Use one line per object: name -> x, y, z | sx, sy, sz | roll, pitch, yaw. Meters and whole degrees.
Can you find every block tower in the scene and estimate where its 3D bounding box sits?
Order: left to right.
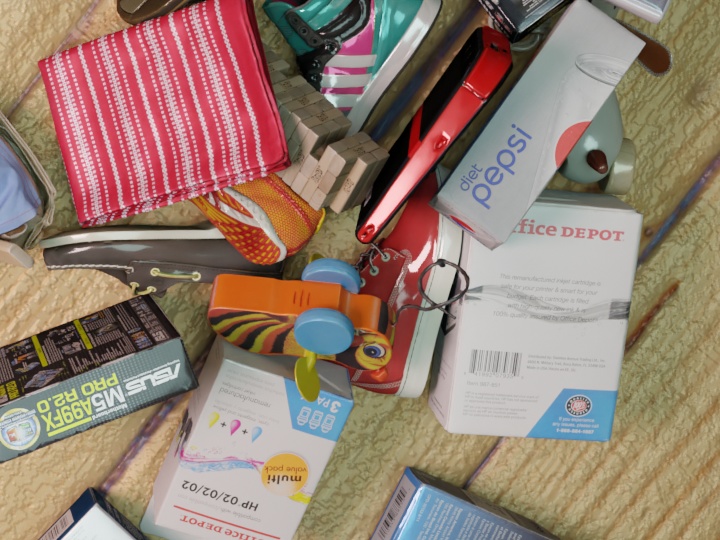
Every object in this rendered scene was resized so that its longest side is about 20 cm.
block tower -> -0.072, -0.130, 1.679 | 0.200, 0.054, 0.058 | 41, 123, 15

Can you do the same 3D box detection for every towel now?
towel -> -0.154, -0.125, 1.667 | 0.200, 0.022, 0.145 | -15, 87, 25

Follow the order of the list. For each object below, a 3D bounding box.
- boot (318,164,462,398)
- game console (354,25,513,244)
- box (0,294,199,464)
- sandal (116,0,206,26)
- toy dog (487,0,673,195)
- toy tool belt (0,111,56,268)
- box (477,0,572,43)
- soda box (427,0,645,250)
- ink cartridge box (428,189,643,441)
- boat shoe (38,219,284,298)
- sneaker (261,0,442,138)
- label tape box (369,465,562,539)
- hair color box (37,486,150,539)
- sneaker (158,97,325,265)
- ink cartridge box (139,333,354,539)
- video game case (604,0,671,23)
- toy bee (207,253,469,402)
boot -> 0.000, 0.000, 1.766 | 0.144, 0.072, 0.200 | 11, 100, -12
game console -> 0.058, -0.109, 1.680 | 0.031, 0.200, 0.177 | 34, 102, -5
box -> -0.219, 0.080, 1.662 | 0.160, 0.200, 0.044 | -22, 103, -9
sandal -> -0.104, -0.254, 1.708 | 0.200, 0.082, 0.055 | -40, 127, -11
toy dog -> 0.192, -0.152, 1.768 | 0.132, 0.096, 0.200 | -16, 102, -10
toy tool belt -> -0.326, -0.082, 1.652 | 0.125, 0.123, 0.200 | -43, 105, -3
box -> 0.156, -0.307, 1.737 | 0.200, 0.046, 0.159 | -38, 86, -5
soda box -> 0.139, -0.116, 1.692 | 0.068, 0.063, 0.200 | 36, 83, -1
ink cartridge box -> 0.144, 0.034, 1.787 | 0.145, 0.084, 0.200 | 4, 103, -11
boat shoe -> -0.159, -0.008, 1.727 | 0.201, 0.072, 0.061 | -3, 96, -14
sneaker -> -0.037, -0.168, 1.722 | 0.121, 0.084, 0.200 | 34, 94, -12
label tape box -> 0.100, 0.275, 1.835 | 0.200, 0.066, 0.143 | 25, 93, -18
hair color box -> -0.186, 0.285, 1.774 | 0.100, 0.061, 0.200 | -45, 105, -2
sneaker -> -0.110, -0.088, 1.712 | 0.077, 0.073, 0.200 | -34, 77, -34
ink cartridge box -> -0.096, 0.161, 1.747 | 0.115, 0.068, 0.200 | 19, 109, -14
video game case -> 0.185, -0.319, 1.704 | 0.200, 0.023, 0.182 | 25, 84, 1
toy bee -> -0.017, 0.052, 1.687 | 0.131, 0.200, 0.109 | -58, 152, -31
